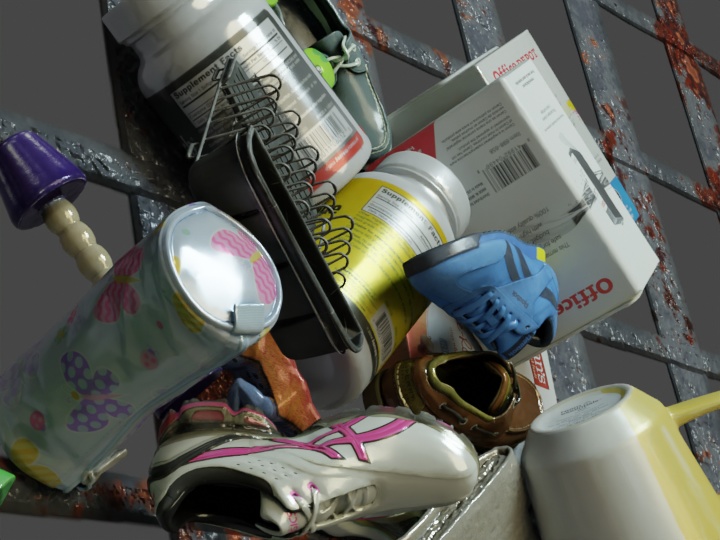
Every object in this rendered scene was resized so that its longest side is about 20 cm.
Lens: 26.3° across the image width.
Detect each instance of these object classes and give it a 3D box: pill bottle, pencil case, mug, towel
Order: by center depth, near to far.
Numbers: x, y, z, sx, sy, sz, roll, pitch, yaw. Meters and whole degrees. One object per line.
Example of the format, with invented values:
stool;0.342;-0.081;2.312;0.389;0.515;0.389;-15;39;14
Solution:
pencil case;-0.131;0.047;0.884;0.083;0.200;0.091;19;44;-37
towel;0.066;0.232;1.090;0.200;0.034;0.133;-40;124;-43
pill bottle;0.000;0.000;1.134;0.113;0.112;0.200;52;47;-13
pill bottle;-0.092;-0.134;1.141;0.200;0.116;0.116;53;34;-12
mug;0.205;0.163;1.158;0.186;0.149;0.154;-29;99;-34

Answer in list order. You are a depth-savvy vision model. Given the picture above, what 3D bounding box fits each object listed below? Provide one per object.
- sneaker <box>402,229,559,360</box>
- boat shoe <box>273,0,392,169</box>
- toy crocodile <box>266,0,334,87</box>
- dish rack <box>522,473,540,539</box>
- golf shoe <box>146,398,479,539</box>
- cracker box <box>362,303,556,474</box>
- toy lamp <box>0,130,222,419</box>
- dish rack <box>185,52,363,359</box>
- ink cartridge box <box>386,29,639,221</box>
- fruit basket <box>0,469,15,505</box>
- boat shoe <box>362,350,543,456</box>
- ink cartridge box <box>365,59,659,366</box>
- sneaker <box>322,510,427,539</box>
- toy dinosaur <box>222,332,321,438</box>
sneaker;0.096;0.020;1.104;0.200;0.066;0.079;12;61;-62
boat shoe;-0.035;-0.175;1.273;0.073;0.062;0.201;-30;85;-21
toy crocodile;-0.082;-0.175;1.226;0.200;0.067;0.062;54;35;-11
dish rack;0.173;0.219;1.240;0.171;0.043;0.201;38;71;-30
golf shoe;-0.027;0.131;0.925;0.092;0.198;0.073;-87;177;-54
cracker box;0.085;0.102;1.257;0.199;0.058;0.135;22;50;-45
toy lamp;-0.165;-0.002;0.979;0.200;0.058;0.058;51;33;6
dish rack;-0.049;-0.049;0.968;0.200;0.054;0.154;-85;152;-59
ink cartridge box;0.121;-0.080;1.357;0.201;0.144;0.147;58;31;-4
fruit basket;-0.234;0.190;0.703;0.215;0.156;0.216;25;37;-20
boat shoe;0.089;0.098;1.153;0.199;0.068;0.072;4;61;-52
ink cartridge box;0.123;-0.042;1.235;0.201;0.144;0.084;57;29;-3
sneaker;0.045;0.163;1.129;0.199;0.088;0.077;19;51;-46
toy dinosaur;-0.069;0.072;1.001;0.181;0.201;0.105;38;44;23
